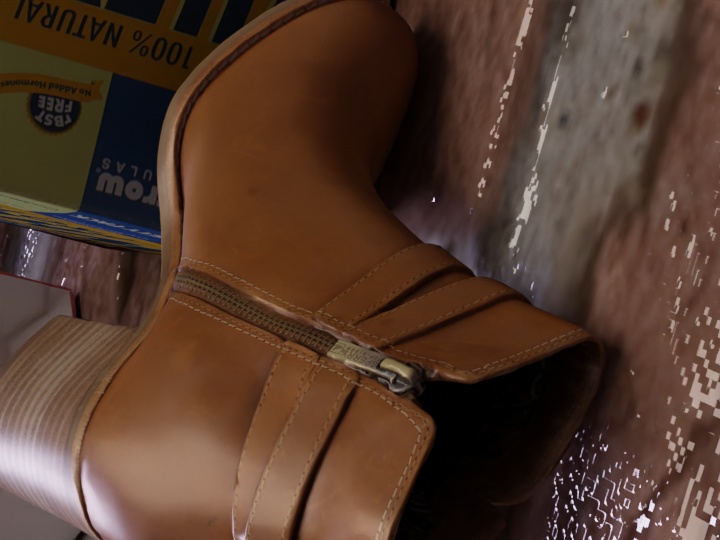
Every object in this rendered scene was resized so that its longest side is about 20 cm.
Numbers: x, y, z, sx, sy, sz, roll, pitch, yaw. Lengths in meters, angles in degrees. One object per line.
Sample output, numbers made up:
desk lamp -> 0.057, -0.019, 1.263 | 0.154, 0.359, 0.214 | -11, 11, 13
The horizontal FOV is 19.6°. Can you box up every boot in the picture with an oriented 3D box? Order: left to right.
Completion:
boot -> 0.000, 0.000, 0.568 | 0.155, 0.077, 0.200 | 9, 48, 41

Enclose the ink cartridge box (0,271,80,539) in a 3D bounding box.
ink cartridge box -> -0.185, 0.105, 0.869 | 0.200, 0.067, 0.117 | -51, 37, 36

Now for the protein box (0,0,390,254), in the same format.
protein box -> -0.090, -0.115, 0.726 | 0.198, 0.135, 0.200 | 7, 83, 61
